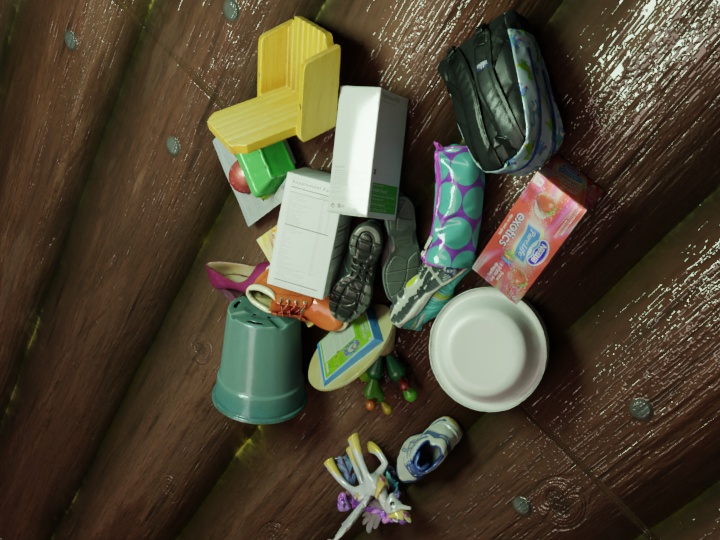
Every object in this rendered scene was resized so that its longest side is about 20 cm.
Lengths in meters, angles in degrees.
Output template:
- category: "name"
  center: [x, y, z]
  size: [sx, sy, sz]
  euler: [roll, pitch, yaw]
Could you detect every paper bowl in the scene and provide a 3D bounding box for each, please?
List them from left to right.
- category: "paper bowl"
  center: [0.209, 0.130, 1.337]
  size: [0.196, 0.104, 0.206]
  euler: [0, 90, 16]

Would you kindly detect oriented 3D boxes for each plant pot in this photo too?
- category: "plant pot"
  center: [-0.197, 0.167, 1.624]
  size: [0.197, 0.199, 0.200]
  euler: [18, 117, 26]

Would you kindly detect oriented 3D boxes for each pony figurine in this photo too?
- category: "pony figurine"
  center: [0.008, 0.457, 1.655]
  size: [0.194, 0.165, 0.202]
  euler: [-48, 65, 35]

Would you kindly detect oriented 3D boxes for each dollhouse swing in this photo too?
- category: "dollhouse swing"
  center: [-0.154, -0.309, 1.337]
  size: [0.200, 0.172, 0.185]
  euler: [46, 138, 51]

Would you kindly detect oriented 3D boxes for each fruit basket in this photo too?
- category: "fruit basket"
  center: [-0.203, -0.199, 1.539]
  size: [0.199, 0.092, 0.189]
  euler: [-27, 87, 60]

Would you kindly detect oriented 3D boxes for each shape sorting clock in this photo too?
- category: "shape sorting clock"
  center: [-0.016, 0.141, 1.488]
  size: [0.198, 0.202, 0.039]
  euler: [-26, 120, 39]

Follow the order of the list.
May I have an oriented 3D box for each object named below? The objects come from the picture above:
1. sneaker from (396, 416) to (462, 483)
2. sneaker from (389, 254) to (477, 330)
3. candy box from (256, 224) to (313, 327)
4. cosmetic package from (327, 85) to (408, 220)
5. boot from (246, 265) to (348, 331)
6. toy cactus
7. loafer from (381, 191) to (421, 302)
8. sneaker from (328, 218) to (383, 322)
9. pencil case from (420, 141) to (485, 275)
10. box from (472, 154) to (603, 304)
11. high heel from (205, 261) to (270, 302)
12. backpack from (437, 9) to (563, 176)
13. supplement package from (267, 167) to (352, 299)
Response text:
- category: "sneaker"
  center: [0.114, 0.358, 1.562]
  size: [0.075, 0.088, 0.201]
  euler: [41, 129, 9]
- category: "sneaker"
  center: [0.133, 0.030, 1.417]
  size: [0.200, 0.079, 0.078]
  euler: [-46, 39, 27]
- category: "candy box"
  center: [-0.103, -0.005, 1.565]
  size: [0.115, 0.055, 0.202]
  euler: [-29, 93, 39]
- category: "cosmetic package"
  center: [0.012, -0.191, 1.331]
  size: [0.083, 0.107, 0.205]
  euler: [10, 96, 30]
- category: "boot"
  center: [-0.118, 0.066, 1.506]
  size: [0.197, 0.107, 0.076]
  euler: [28, 122, 17]
- category: "toy cactus"
  center: [0.025, 0.172, 1.546]
  size: [0.198, 0.101, 0.168]
  euler: [30, 116, 30]
- category: "loafer"
  center: [0.069, -0.045, 1.437]
  size: [0.070, 0.063, 0.204]
  euler: [-5, 116, -9]
- category: "sneaker"
  center: [0.000, 0.000, 1.444]
  size: [0.074, 0.080, 0.203]
  euler: [21, 115, -1]
- category: "pencil case"
  center: [0.149, -0.099, 1.302]
  size: [0.085, 0.090, 0.205]
  euler: [-148, 62, -72]
- category: "box"
  center: [0.273, -0.062, 1.254]
  size: [0.094, 0.102, 0.202]
  euler: [39, 126, 12]
- category: "high heel"
  center: [-0.246, 0.000, 1.655]
  size: [0.198, 0.068, 0.097]
  euler: [-28, 104, 43]
- category: "backpack"
  center: [0.212, -0.239, 1.184]
  size: [0.162, 0.152, 0.204]
  euler: [-31, 55, 42]
- category: "supplement package"
  center: [-0.082, -0.069, 1.444]
  size: [0.111, 0.109, 0.205]
  euler: [16, 104, 10]
